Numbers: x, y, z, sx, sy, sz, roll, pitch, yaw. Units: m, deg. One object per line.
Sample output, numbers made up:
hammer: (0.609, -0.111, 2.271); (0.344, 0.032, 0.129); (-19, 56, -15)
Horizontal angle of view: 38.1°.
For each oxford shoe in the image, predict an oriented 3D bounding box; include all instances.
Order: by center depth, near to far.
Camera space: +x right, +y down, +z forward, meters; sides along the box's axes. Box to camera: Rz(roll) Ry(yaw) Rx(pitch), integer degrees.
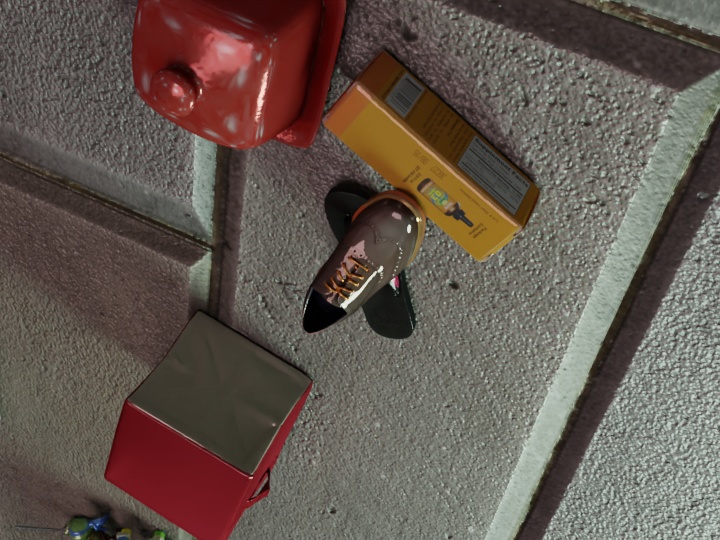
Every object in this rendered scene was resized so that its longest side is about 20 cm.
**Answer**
oxford shoe: (0.000, 0.000, 1.000); (0.071, 0.073, 0.200); (35, 139, 0)

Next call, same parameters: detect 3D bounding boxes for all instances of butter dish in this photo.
butter dish: (-0.134, -0.189, 0.929); (0.198, 0.148, 0.201); (26, 136, 7)

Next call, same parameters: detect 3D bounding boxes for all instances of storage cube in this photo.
storage cube: (-0.185, 0.195, 1.281); (0.199, 0.171, 0.180); (30, 135, 5)

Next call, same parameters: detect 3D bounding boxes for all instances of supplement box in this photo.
supplement box: (0.066, -0.102, 0.947); (0.200, 0.069, 0.066); (42, 137, -7)

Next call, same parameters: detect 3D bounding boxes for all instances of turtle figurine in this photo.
turtle figurine: (-0.474, 0.494, 1.739); (0.144, 0.199, 0.195); (36, 156, 52)

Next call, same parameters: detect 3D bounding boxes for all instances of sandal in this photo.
sandal: (0.011, 0.002, 1.084); (0.075, 0.045, 0.201); (2, 128, 30)

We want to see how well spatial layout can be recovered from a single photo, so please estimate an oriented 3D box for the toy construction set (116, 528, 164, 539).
toy construction set: (-0.333, 0.501, 1.693); (0.130, 0.093, 0.201); (-12, 132, 8)
